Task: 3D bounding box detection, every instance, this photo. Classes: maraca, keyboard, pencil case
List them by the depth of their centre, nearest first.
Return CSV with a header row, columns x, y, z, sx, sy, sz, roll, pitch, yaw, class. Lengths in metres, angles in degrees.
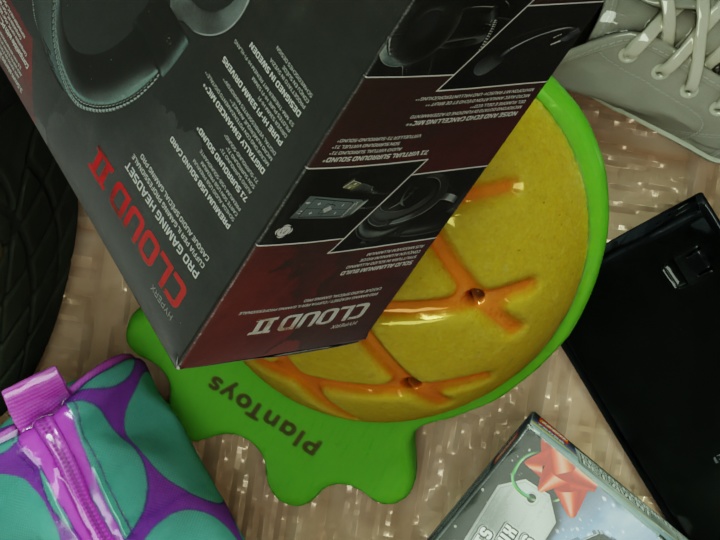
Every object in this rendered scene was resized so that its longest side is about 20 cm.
x,y,z,sx,sy,sz,roll,pitch,yaw,class
-0.059,0.130,0.777,0.085,0.092,0.201,-31,79,-6,pencil case
0.000,0.000,0.779,0.137,0.107,0.200,33,125,-1,maraca
0.154,0.064,0.825,0.104,0.040,0.201,-27,100,29,keyboard

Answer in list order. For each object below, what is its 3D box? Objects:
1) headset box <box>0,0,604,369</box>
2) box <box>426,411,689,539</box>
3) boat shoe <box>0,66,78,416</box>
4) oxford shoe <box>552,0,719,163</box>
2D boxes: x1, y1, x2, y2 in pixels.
x,y,z,sx,sy,sz,roll,pitch,yaw,class
-0.025,-0.082,0.656,0.149,0.077,0.200,58,132,26,headset box
0.049,0.170,0.827,0.137,0.040,0.200,40,98,2,box
-0.142,-0.045,0.780,0.073,0.076,0.201,13,119,21,boat shoe
0.108,-0.078,0.784,0.199,0.058,0.076,19,97,-4,oxford shoe
